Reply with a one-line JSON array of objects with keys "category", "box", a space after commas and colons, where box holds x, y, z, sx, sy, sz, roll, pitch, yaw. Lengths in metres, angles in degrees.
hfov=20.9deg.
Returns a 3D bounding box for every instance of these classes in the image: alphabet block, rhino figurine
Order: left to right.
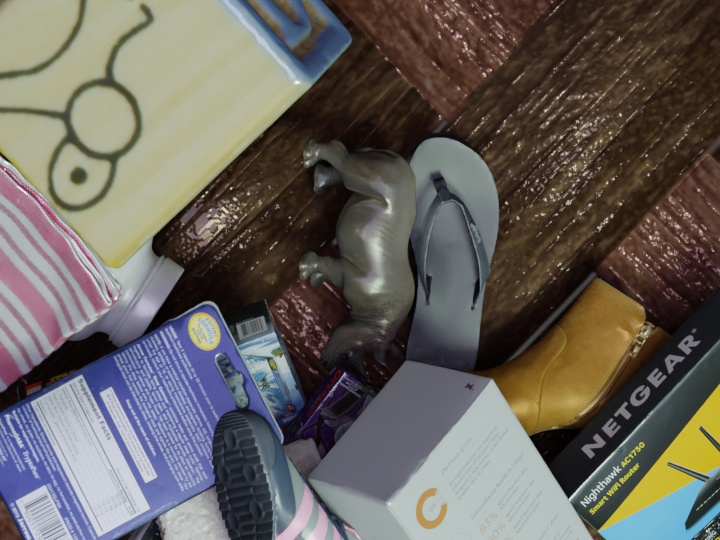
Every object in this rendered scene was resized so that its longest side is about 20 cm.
[{"category": "alphabet block", "box": [-0.149, -0.154, 1.391, 0.200, 0.196, 0.196, -40, 94, 18]}, {"category": "rhino figurine", "box": [0.000, 0.000, 1.492, 0.087, 0.060, 0.202, 3, 98, 15]}]

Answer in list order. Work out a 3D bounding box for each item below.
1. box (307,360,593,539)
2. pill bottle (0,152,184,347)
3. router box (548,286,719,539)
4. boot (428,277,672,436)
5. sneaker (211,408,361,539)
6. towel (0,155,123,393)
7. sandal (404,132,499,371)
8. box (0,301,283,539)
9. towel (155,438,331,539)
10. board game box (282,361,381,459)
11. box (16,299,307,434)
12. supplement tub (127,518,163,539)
[{"category": "box", "box": [0.074, 0.184, 1.426, 0.125, 0.097, 0.201, -48, 122, -24]}, {"category": "pill bottle", "box": [-0.235, -0.024, 1.464, 0.199, 0.112, 0.113, 33, 94, -4]}, {"category": "router box", "box": [0.257, 0.134, 1.494, 0.200, 0.051, 0.149, -47, 121, 2]}, {"category": "boot", "box": [0.145, 0.068, 1.505, 0.200, 0.071, 0.145, 27, 88, -16]}, {"category": "sneaker", "box": [-0.044, 0.183, 1.379, 0.082, 0.070, 0.202, -25, 105, -37]}, {"category": "towel", "box": [-0.282, 0.018, 1.415, 0.200, 0.030, 0.147, -37, 103, 26]}, {"category": "sandal", "box": [0.071, -0.005, 1.508, 0.075, 0.043, 0.202, -1, 96, -1]}, {"category": "box", "box": [-0.165, 0.119, 1.399, 0.199, 0.032, 0.122, -28, 86, -1]}, {"category": "towel", "box": [-0.071, 0.235, 1.425, 0.131, 0.034, 0.202, -13, 84, -13]}, {"category": "board game box", "box": [0.024, 0.173, 1.506, 0.199, 0.032, 0.120, 36, 98, -22]}, {"category": "box", "box": [-0.143, 0.109, 1.480, 0.198, 0.040, 0.137, -19, 136, 0]}, {"category": "supplement tub", "box": [-0.100, 0.272, 1.494, 0.199, 0.123, 0.123, 34, 94, -4]}]
